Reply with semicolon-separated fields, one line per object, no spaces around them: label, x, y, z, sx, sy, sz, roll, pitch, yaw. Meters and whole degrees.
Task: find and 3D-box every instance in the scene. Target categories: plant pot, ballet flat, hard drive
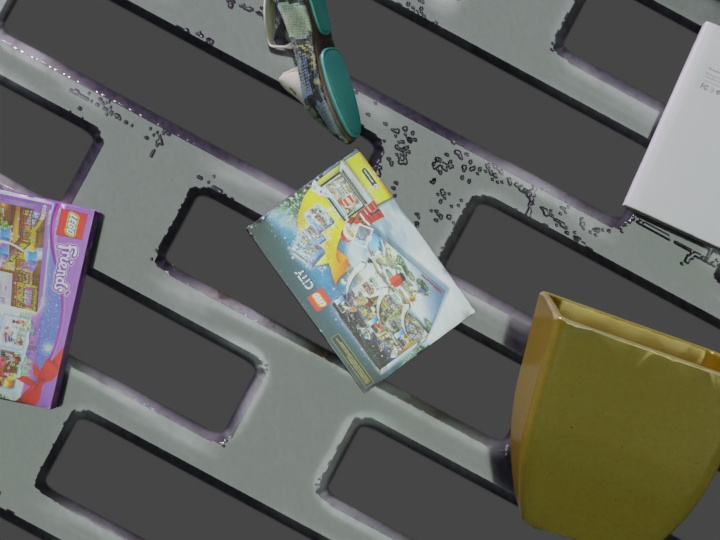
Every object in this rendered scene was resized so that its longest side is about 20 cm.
plant pot;0.233;0.153;1.638;0.194;0.196;0.200;19;97;-1
ballet flat;-0.054;-0.214;1.703;0.074;0.074;0.200;-14;87;-2
hard drive;0.360;-0.128;1.722;0.132;0.026;0.200;24;88;0

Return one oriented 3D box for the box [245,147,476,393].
box;0.000;0.000;1.705;0.136;0.038;0.200;-36;90;-2

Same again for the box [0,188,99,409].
box;-0.344;0.024;1.696;0.137;0.039;0.201;13;88;0
